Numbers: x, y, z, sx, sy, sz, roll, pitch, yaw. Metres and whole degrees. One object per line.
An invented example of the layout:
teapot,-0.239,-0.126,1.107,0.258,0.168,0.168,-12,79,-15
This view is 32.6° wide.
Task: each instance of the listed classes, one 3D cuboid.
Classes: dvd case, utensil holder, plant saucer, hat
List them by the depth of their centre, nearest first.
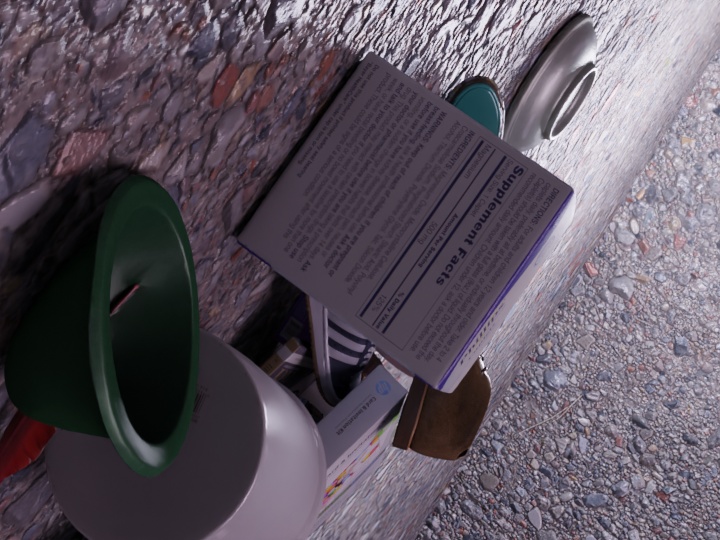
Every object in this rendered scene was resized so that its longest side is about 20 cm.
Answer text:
hat,-0.203,0.049,0.746,0.166,0.173,0.204,38,50,-74
utensil holder,-0.124,0.139,0.907,0.171,0.169,0.200,-53,163,-7
dvd case,-0.113,0.141,1.163,0.200,0.016,0.149,-44,166,3
plant saucer,0.246,-0.220,1.533,0.201,0.050,0.201,-50,164,-19

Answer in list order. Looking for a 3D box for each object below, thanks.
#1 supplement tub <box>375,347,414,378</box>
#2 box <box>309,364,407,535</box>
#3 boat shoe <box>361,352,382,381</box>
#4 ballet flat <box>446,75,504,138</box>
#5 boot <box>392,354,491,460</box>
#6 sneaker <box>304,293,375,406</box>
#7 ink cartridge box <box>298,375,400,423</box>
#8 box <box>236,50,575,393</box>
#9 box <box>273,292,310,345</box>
supplement tub,0.103,0.012,1.389,0.201,0.144,0.146,-50,165,-25
box,-0.032,0.190,1.170,0.156,0.041,0.201,-41,163,-25
boat shoe,-0.036,0.163,1.429,0.074,0.073,0.202,-33,154,-55
ballet flat,0.109,-0.124,1.271,0.072,0.071,0.202,-42,145,-39
boot,0.091,0.089,1.164,0.074,0.074,0.202,101,7,-58
sneaker,0.010,0.045,1.115,0.071,0.107,0.202,-80,167,-52
ink cartridge box,-0.056,0.167,1.300,0.200,0.067,0.116,-44,178,-21
box,0.040,-0.034,0.974,0.185,0.199,0.105,-54,166,-2
box,0.000,0.000,1.247,0.201,0.039,0.137,-56,166,3
